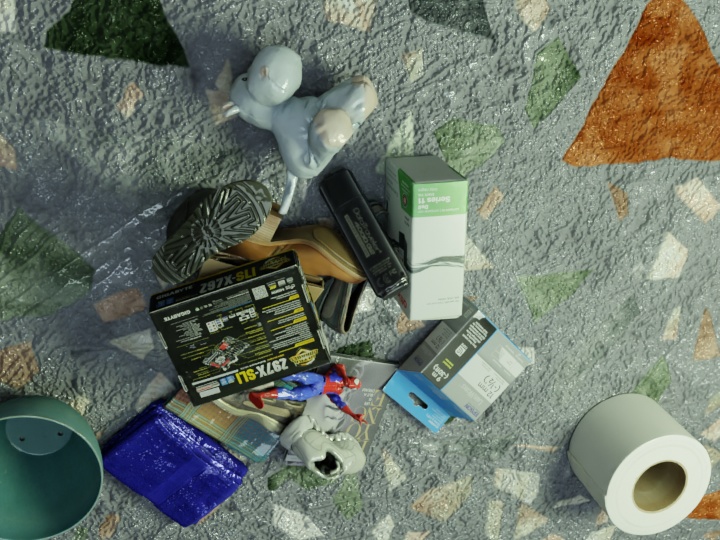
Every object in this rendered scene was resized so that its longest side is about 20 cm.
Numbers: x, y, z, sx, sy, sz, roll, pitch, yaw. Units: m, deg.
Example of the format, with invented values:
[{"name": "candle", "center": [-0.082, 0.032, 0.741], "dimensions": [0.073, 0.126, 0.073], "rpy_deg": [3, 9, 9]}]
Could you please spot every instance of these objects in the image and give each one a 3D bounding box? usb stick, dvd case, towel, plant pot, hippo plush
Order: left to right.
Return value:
[{"name": "plant pot", "center": [-0.461, 0.256, 1.101], "dimensions": [0.198, 0.135, 0.202], "rpy_deg": [-5, 113, -12]}, {"name": "towel", "center": [-0.290, 0.306, 1.212], "dimensions": [0.147, 0.050, 0.200], "rpy_deg": [-42, 115, 4]}, {"name": "towel", "center": [-0.181, 0.205, 1.200], "dimensions": [0.147, 0.022, 0.200], "rpy_deg": [-47, 122, 7]}, {"name": "hippo plush", "center": [-0.083, -0.218, 1.026], "dimensions": [0.161, 0.160, 0.200], "rpy_deg": [41, 141, -7]}, {"name": "dvd case", "center": [-0.029, 0.229, 1.251], "dimensions": [0.147, 0.016, 0.202], "rpy_deg": [11, 109, -29]}, {"name": "usb stick", "center": [0.004, -0.053, 1.081], "dimensions": [0.055, 0.201, 0.033], "rpy_deg": [-30, 159, 4]}]

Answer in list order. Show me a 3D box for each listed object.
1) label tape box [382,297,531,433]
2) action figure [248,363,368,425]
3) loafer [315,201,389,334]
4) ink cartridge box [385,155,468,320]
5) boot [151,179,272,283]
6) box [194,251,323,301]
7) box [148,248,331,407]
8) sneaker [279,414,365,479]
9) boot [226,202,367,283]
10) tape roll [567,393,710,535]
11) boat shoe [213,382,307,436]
[{"name": "label tape box", "center": [0.154, 0.166, 1.252], "dimensions": [0.143, 0.066, 0.200], "rpy_deg": [42, 90, -25]}, {"name": "action figure", "center": [-0.054, 0.178, 1.131], "dimensions": [0.199, 0.099, 0.066], "rpy_deg": [4, 108, -49]}, {"name": "loafer", "center": [0.000, 0.000, 1.144], "dimensions": [0.071, 0.063, 0.201], "rpy_deg": [2, 119, -50]}, {"name": "ink cartridge box", "center": [0.089, -0.048, 1.111], "dimensions": [0.082, 0.147, 0.202], "rpy_deg": [-5, 112, -12]}, {"name": "boot", "center": [-0.187, -0.069, 1.002], "dimensions": [0.181, 0.200, 0.073], "rpy_deg": [-32, 103, 6]}, {"name": "box", "center": [-0.160, 0.050, 1.095], "dimensions": [0.162, 0.021, 0.200], "rpy_deg": [14, 144, -18]}, {"name": "box", "center": [-0.154, 0.077, 1.018], "dimensions": [0.198, 0.049, 0.161], "rpy_deg": [-18, 122, -1]}, {"name": "sneaker", "center": [-0.046, 0.289, 1.200], "dimensions": [0.075, 0.081, 0.200], "rpy_deg": [-49, 142, 3]}, {"name": "boot", "center": [-0.100, 0.006, 1.104], "dimensions": [0.198, 0.077, 0.156], "rpy_deg": [25, 116, -8]}, {"name": "tape roll", "center": [0.488, 0.339, 1.373], "dimensions": [0.200, 0.139, 0.205], "rpy_deg": [-5, 113, -13]}, {"name": "boat shoe", "center": [-0.160, 0.175, 1.149], "dimensions": [0.199, 0.074, 0.074], "rpy_deg": [35, 90, -39]}]
